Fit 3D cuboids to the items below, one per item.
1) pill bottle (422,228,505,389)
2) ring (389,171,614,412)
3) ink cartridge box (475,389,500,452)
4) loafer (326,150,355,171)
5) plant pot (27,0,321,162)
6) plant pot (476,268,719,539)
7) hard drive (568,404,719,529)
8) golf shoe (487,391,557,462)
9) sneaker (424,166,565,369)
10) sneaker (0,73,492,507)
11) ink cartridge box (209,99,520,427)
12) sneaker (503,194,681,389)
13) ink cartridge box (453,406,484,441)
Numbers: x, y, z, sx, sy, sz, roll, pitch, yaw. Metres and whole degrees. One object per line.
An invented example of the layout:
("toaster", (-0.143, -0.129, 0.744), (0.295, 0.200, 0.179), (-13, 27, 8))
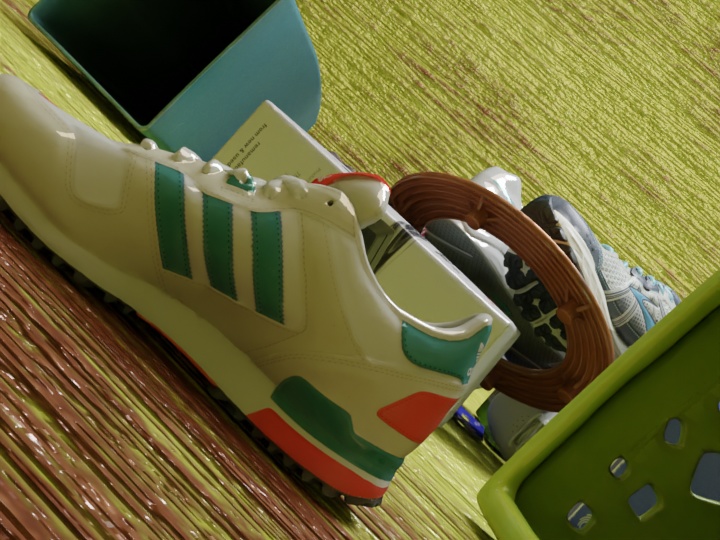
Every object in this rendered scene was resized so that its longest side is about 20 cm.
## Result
("pill bottle", (0.059, 0.008, 1.260), (0.113, 0.113, 0.200), (40, 3, -39))
("ring", (0.084, 0.021, 0.984), (0.200, 0.019, 0.201), (36, -28, 23))
("ink cartridge box", (0.194, 0.164, 1.182), (0.200, 0.076, 0.148), (41, 3, -2))
("loafer", (-0.040, -0.069, 1.097), (0.200, 0.071, 0.073), (-11, 78, -80))
("plant pot", (-0.117, -0.149, 1.092), (0.141, 0.141, 0.200), (44, -5, 25))
("plant pot", (0.200, 0.133, 0.665), (0.182, 0.200, 0.199), (49, 0, -19))
("hard drive", (0.211, 0.161, 0.914), (0.200, 0.132, 0.025), (40, 4, -33))
("golf shoe", (0.142, 0.133, 1.011), (0.091, 0.075, 0.200), (35, 6, -41))
("sneaker", (0.126, 0.012, 1.042), (0.070, 0.080, 0.201), (6, -41, 50))
("sneaker", (-0.041, -0.014, 0.505), (0.200, 0.093, 0.070), (42, 3, -4))
("ink cartridge box", (0.000, 0.000, 0.911), (0.200, 0.084, 0.145), (43, 3, 10))
("sneaker", (0.168, 0.026, 0.985), (0.077, 0.086, 0.200), (2, -52, 54))
("ink cartridge box", (0.029, 0.048, 1.113), (0.200, 0.037, 0.095), (45, 4, 4))
